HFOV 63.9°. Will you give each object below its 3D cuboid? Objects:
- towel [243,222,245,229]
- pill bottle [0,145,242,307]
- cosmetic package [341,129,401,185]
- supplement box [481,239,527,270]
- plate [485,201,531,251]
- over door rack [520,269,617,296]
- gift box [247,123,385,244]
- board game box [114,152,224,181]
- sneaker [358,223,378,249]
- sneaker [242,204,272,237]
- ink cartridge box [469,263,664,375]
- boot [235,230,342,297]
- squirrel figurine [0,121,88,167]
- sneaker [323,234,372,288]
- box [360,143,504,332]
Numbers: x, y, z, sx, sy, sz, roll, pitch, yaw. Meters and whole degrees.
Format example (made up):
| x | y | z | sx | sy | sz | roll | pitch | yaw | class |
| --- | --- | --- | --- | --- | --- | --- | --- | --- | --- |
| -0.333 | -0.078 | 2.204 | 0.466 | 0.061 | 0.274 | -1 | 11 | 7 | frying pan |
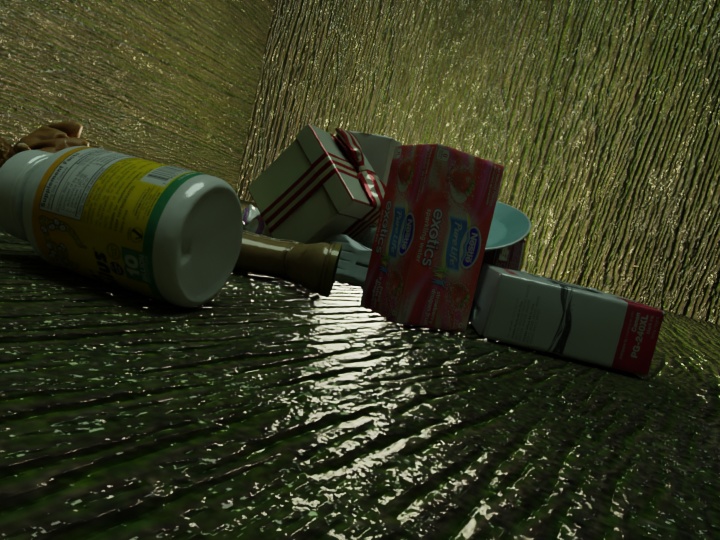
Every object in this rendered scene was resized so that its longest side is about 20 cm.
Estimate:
| x | y | z | sx | sy | sz | roll | pitch | yaw | class |
| --- | --- | --- | --- | --- | --- | --- | --- | --- | --- |
| -0.285 | -0.079 | 0.927 | 0.199 | 0.037 | 0.148 | 12 | -8 | -11 | towel |
| -0.215 | -0.046 | 0.508 | 0.199 | 0.114 | 0.113 | 15 | 6 | 16 | pill bottle |
| 0.003 | -0.162 | 1.121 | 0.112 | 0.201 | 0.081 | 15 | 6 | 19 | cosmetic package |
| 0.199 | -0.004 | 0.973 | 0.103 | 0.132 | 0.200 | 15 | 5 | 27 | supplement box |
| 0.147 | -0.064 | 0.847 | 0.199 | 0.026 | 0.201 | -2 | 28 | 1 | plate |
| 0.345 | 0.046 | 0.972 | 0.147 | 0.067 | 0.200 | 15 | 19 | 5 | over door rack |
| -0.050 | -0.131 | 0.998 | 0.185 | 0.186 | 0.200 | 58 | 25 | 15 | gift box |
| -0.255 | -0.083 | 0.777 | 0.134 | 0.028 | 0.200 | 12 | -20 | -12 | board game box |
| 0.026 | -0.034 | 0.958 | 0.073 | 0.080 | 0.200 | 8 | -16 | -25 | sneaker |
| -0.176 | -0.065 | 1.067 | 0.099 | 0.075 | 0.200 | 26 | 4 | -27 | sneaker |
| 0.251 | 0.056 | 0.740 | 0.199 | 0.084 | 0.145 | 14 | 6 | 2 | ink cartridge box |
| -0.130 | -0.019 | 0.718 | 0.199 | 0.067 | 0.175 | 13 | -6 | -8 | boot |
| -0.569 | -0.176 | 0.997 | 0.199 | 0.143 | 0.187 | -3 | 21 | -17 | squirrel figurine |
| 0.000 | 0.000 | 0.859 | 0.071 | 0.073 | 0.200 | 35 | -5 | -34 | sneaker |
| 0.083 | -0.038 | 0.681 | 0.102 | 0.201 | 0.095 | 11 | 4 | -28 | box |
